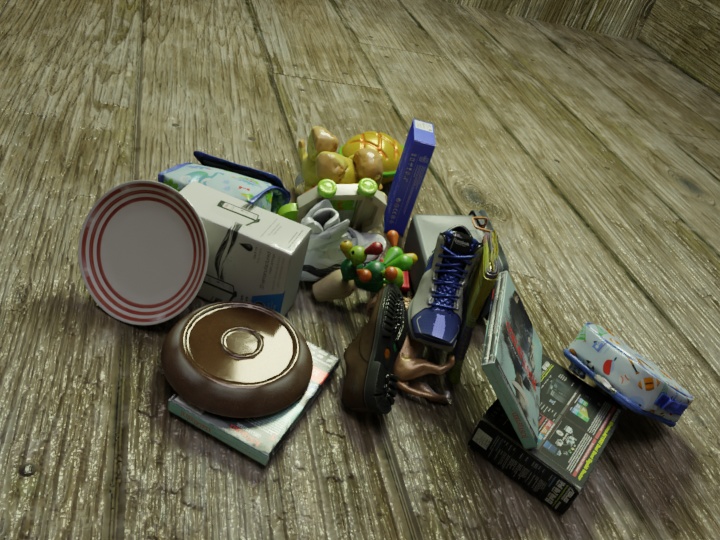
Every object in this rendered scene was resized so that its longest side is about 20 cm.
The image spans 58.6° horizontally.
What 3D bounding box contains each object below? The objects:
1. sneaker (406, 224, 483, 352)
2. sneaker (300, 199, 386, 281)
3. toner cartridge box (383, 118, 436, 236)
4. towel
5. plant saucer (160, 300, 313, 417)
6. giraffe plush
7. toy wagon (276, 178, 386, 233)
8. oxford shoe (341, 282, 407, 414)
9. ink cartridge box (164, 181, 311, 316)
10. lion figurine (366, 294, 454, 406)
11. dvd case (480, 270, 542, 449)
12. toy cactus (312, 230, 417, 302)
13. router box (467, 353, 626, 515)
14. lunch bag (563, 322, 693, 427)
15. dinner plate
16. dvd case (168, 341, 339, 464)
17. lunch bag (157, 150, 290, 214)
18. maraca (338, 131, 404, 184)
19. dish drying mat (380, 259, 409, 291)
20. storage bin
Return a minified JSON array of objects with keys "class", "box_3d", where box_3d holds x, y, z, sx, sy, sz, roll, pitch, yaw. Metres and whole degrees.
[{"class":"sneaker","box_3d":[0.124,0.006,0.933,0.080,0.115,0.200,15,53,4]},{"class":"sneaker","box_3d":[-0.027,-0.055,1.060,0.199,0.115,0.075,-16,48,-36]},{"class":"toner cartridge box","box_3d":[0.091,-0.175,1.223,0.043,0.201,0.095,14,36,-6]},{"class":"towel","box_3d":[0.166,0.052,0.945,0.023,0.201,0.144,15,29,2]},{"class":"plant saucer","box_3d":[-0.157,0.103,0.841,0.199,0.032,0.201,10,38,-8]},{"class":"giraffe plush","box_3d":[-0.025,-0.181,1.222,0.161,0.174,0.200,-4,8,-19]},{"class":"toy wagon","box_3d":[-0.058,-0.100,1.098,0.199,0.155,0.040,-3,59,-15]},{"class":"oxford shoe","box_3d":[0.013,0.102,0.901,0.084,0.073,0.201,-8,48,33]},{"class":"ink cartridge box","box_3d":[-0.189,-0.023,0.955,0.199,0.147,0.084,21,36,7]},{"class":"lion figurine","box_3d":[0.071,0.113,0.951,0.122,0.073,0.201,4,42,-5]},{"class":"dvd case","box_3d":[0.207,0.113,0.858,0.022,0.146,0.200,-17,25,28]},{"class":"toy cactus","box_3d":[0.000,0.000,1.007,0.200,0.164,0.103,12,59,-72]},{"class":"router box","box_3d":[0.264,0.218,0.898,0.150,0.062,0.200,34,39,22]},{"class":"lunch bag","box_3d":[0.400,0.160,0.952,0.200,0.076,0.160,23,17,-44]},{"class":"dinner plate","box_3d":[-0.300,-0.025,0.894,0.199,0.201,0.024,25,8,10]},{"class":"dvd case","box_3d":[-0.133,0.148,0.849,0.145,0.022,0.200,25,36,11]},{"class":"lunch bag","box_3d":[-0.228,-0.124,1.100,0.169,0.128,0.200,18,23,8]},{"class":"maraca","box_3d":[0.045,-0.241,1.369,0.199,0.107,0.137,-13,49,-35]},{"class":"dish drying mat","box_3d":[-0.014,-0.005,1.114,0.199,0.018,0.077,11,37,-7]},{"class":"storage bin","box_3d":[0.158,-0.025,1.106,0.134,0.146,0.200,4,38,-11]}]
